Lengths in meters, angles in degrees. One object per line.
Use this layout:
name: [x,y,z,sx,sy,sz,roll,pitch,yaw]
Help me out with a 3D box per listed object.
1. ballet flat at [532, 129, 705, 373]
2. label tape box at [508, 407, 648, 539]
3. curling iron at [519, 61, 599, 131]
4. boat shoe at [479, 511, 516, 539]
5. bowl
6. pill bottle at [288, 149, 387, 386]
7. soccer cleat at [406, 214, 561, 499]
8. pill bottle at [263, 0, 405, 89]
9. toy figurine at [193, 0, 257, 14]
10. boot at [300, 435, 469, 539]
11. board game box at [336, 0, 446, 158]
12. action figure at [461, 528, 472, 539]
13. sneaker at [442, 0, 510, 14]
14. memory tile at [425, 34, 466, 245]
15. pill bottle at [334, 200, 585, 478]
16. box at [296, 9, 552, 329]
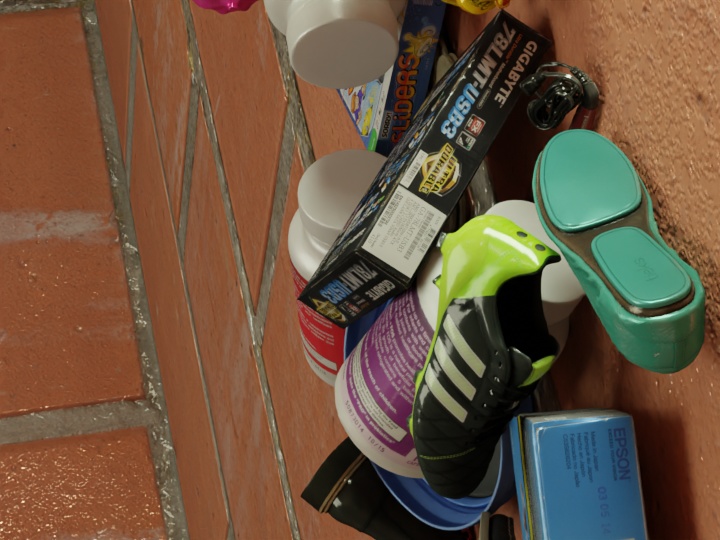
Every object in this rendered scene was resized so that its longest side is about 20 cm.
ballet flat: [0.147,-0.006,1.149,0.200,0.067,0.071,-111,8,-55]
label tape box: [0.138,0.159,1.237,0.200,0.063,0.145,72,-169,-88]
curling iron: [0.123,-0.060,1.297,0.049,0.026,0.201,33,145,24]
boat shoe: [0.118,0.254,1.381,0.201,0.061,0.075,-97,-5,-45]
bowl: [0.059,0.095,1.493,0.200,0.039,0.202,28,125,49]
pill bottle: [0.000,0.000,1.598,0.201,0.112,0.113,83,172,-51]
soccer cleat: [0.078,0.063,1.214,0.081,0.067,0.201,28,125,36]
pill bottle: [-0.023,-0.240,1.494,0.111,0.110,0.201,103,162,-55]
toy figurine: [-0.157,-0.382,2.217,0.200,0.149,0.185,-61,-39,-69]
boot: [0.048,0.185,1.624,0.078,0.138,0.200,-58,-12,31]
board game box: [0.028,-0.206,1.574,0.136,0.034,0.201,-115,32,-56]
action figure: [0.058,0.224,1.683,0.200,0.051,0.066,-137,47,-68]
sneaker: [0.093,-0.202,1.255,0.200,0.073,0.078,127,161,-85]
memory tile: [0.060,-0.095,1.596,0.153,0.017,0.201,-121,28,-63]
pill bottle: [0.071,0.045,1.327,0.200,0.112,0.113,-54,40,44]
box: [0.041,-0.065,1.375,0.199,0.050,0.200,-57,5,-16]
